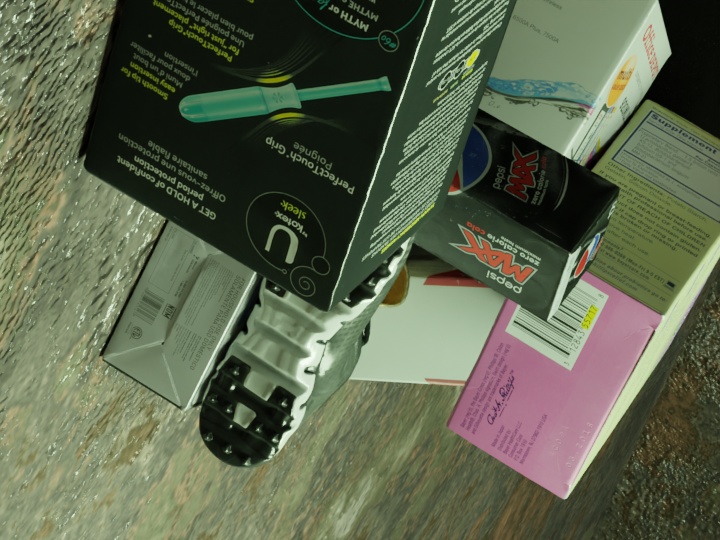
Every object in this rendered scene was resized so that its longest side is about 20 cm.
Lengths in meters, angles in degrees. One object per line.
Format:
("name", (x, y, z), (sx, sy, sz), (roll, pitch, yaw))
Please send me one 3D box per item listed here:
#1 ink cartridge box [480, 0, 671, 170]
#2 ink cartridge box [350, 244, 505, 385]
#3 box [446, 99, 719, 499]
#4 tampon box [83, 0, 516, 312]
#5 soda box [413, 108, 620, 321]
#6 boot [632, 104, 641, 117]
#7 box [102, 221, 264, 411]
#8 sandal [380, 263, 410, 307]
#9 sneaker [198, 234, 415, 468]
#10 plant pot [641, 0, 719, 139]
("ink cartridge box", (0.090, -0.110, 1.527), (0.200, 0.144, 0.147), (-59, 167, -3))
("ink cartridge box", (0.088, 0.025, 1.761), (0.200, 0.145, 0.084), (-27, 116, -65))
("box", (0.163, 0.017, 1.550), (0.200, 0.097, 0.176), (-47, 164, -48))
("tampon box", (-0.021, -0.115, 1.113), (0.126, 0.150, 0.200), (-42, 158, -49))
("soda box", (0.047, -0.057, 1.364), (0.063, 0.200, 0.071), (-50, 163, -35))
("boot", (0.155, -0.068, 1.697), (0.080, 0.158, 0.211), (-55, -166, -28))
("box", (-0.067, 0.009, 1.395), (0.117, 0.060, 0.200), (-62, 166, 11))
("sandal", (-0.002, 0.005, 1.594), (0.078, 0.070, 0.212), (-63, 166, 15))
("sneaker", (-0.021, 0.017, 1.321), (0.200, 0.066, 0.090), (-60, 169, 17))
("plant pot", (0.213, -0.127, 1.822), (0.200, 0.177, 0.200), (94, 19, -62))
